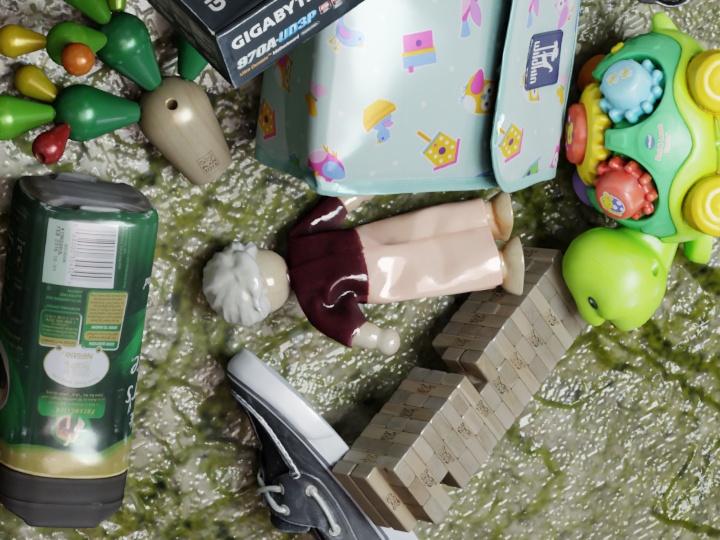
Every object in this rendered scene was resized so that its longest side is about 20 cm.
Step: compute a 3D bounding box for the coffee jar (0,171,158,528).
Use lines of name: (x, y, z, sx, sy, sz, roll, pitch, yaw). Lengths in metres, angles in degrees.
coffee jar: (-0.174, 0.049, 1.405, 0.085, 0.104, 0.202, 4, 104, -18)

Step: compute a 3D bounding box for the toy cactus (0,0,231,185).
toy cactus: (-0.123, -0.120, 1.393, 0.200, 0.102, 0.165, -44, 125, -15)

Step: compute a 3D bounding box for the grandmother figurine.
grandmother figurine: (0.000, 0.000, 1.468, 0.198, 0.122, 0.061, -7, 143, -6)

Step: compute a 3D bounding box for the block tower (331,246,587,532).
block tower: (0.069, 0.074, 1.489, 0.200, 0.054, 0.058, -52, 123, -24)

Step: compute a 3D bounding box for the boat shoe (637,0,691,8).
boat shoe: (0.188, -0.193, 1.441, 0.199, 0.065, 0.072, 3, 119, -58)

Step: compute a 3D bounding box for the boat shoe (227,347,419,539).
boat shoe: (-0.034, 0.136, 1.501, 0.068, 0.072, 0.200, -41, 121, -7)

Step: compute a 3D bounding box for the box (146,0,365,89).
box: (-0.064, -0.209, 1.320, 0.158, 0.200, 0.046, -34, 142, -12)

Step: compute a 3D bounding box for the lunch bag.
lunch bag: (0.047, -0.135, 1.426, 0.198, 0.122, 0.172, 0, 104, -25)

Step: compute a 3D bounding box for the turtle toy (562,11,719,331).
turtle toy: (0.179, -0.062, 1.478, 0.100, 0.146, 0.202, 1, 97, -7)
